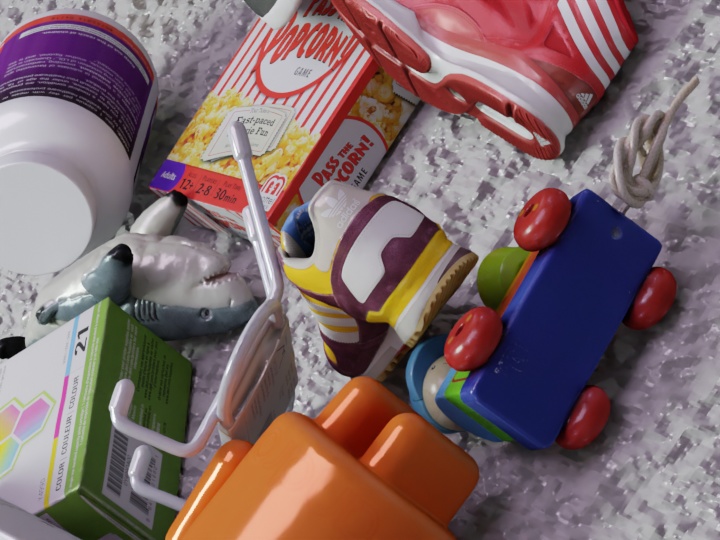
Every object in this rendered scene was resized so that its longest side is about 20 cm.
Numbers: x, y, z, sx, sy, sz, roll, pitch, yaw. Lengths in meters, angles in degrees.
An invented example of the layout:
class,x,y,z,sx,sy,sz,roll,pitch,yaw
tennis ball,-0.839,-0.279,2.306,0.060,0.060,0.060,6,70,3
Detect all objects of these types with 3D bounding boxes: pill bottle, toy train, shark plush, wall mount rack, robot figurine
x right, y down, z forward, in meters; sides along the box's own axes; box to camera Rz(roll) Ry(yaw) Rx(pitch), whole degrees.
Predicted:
class,x,y,z,sx,sy,sz,roll,pitch,yaw
pill bottle,-0.192,-0.078,1.867,0.112,0.112,0.200,-38,19,21
toy train,0.099,-0.004,1.486,0.200,0.085,0.116,-59,17,-18
shark plush,-0.155,0.039,1.763,0.200,0.083,0.091,-34,10,20
wall mount rack,-0.068,0.031,1.553,0.200,0.074,0.174,88,-153,-70
robot figurine,-0.032,0.150,1.448,0.200,0.144,0.117,-52,-6,-2

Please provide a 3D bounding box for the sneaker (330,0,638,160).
class,x,y,z,sx,sy,sz,roll,pitch,yaw
sneaker,0.076,-0.146,1.653,0.116,0.078,0.200,-45,54,-11

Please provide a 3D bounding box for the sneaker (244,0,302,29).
class,x,y,z,sx,sy,sz,roll,pitch,yaw
sneaker,-0.074,-0.200,1.764,0.071,0.099,0.200,-55,14,-1

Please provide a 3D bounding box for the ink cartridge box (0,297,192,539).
class,x,y,z,sx,sy,sz,roll,pitch,yaw
ink cartridge box,-0.198,0.129,1.726,0.200,0.076,0.148,-29,37,30

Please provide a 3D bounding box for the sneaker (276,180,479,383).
class,x,y,z,sx,sy,sz,roll,pitch,yaw
sneaker,0.000,0.000,1.526,0.075,0.090,0.200,-51,-1,-18

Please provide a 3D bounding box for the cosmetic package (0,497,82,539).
class,x,y,z,sx,sy,sz,roll,pitch,yaw
cosmetic package,-0.190,0.164,1.570,0.200,0.102,0.074,22,90,30

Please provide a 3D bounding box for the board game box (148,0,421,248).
class,x,y,z,sx,sy,sz,roll,pitch,yaw
board game box,-0.024,-0.109,1.779,0.200,0.046,0.151,-57,31,-11
